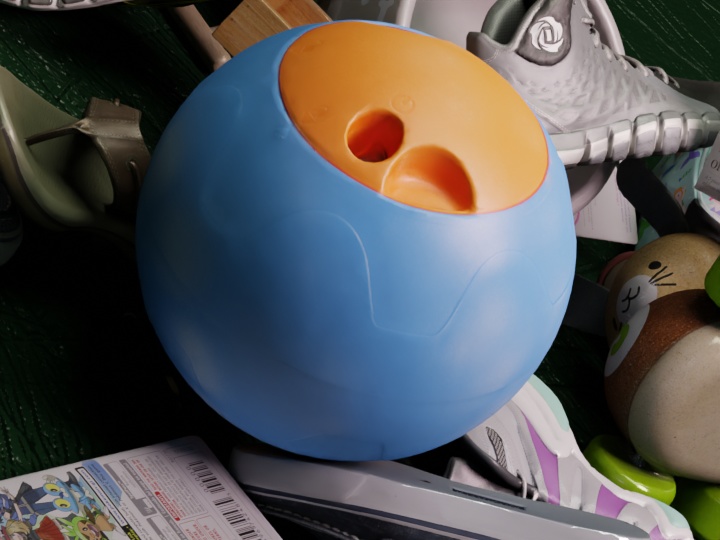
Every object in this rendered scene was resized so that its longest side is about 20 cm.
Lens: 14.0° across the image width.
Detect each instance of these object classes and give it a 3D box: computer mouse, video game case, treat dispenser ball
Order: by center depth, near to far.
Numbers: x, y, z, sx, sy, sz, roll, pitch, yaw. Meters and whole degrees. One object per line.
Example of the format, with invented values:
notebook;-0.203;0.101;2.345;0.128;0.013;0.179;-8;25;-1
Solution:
video game case;-0.068;0.161;1.244;0.200;0.022;0.182;50;28;18
treat dispenser ball;-0.002;-0.014;1.331;0.201;0.201;0.201;30;28;-18
computer mouse;-0.130;-0.011;1.415;0.059;0.034;0.200;-2;49;-54

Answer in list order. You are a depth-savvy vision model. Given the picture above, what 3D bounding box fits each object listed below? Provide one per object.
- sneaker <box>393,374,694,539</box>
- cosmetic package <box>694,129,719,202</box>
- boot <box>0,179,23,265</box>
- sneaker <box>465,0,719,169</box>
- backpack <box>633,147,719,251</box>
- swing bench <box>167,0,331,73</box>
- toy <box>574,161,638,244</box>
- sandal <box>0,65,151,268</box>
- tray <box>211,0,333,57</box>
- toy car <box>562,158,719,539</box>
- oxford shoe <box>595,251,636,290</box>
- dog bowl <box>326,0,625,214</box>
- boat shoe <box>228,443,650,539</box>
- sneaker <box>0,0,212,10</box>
sneaker;0.078;0.128;1.434;0.200;0.078;0.140;43;27;28
cosmetic package;0.278;-0.038;1.569;0.200;0.083;0.051;32;12;38
boot;-0.213;-0.099;1.379;0.200;0.090;0.073;47;27;15
sneaker;0.138;-0.120;1.636;0.200;0.075;0.116;-11;98;-38
backpack;0.265;-0.025;1.829;0.177;0.151;0.200;34;22;-10
swing bench;-0.065;-0.257;1.691;0.200;0.199;0.130;47;27;12
toy;0.075;-0.077;1.742;0.200;0.047;0.115;7;74;-39
sandal;-0.117;-0.052;1.386;0.201;0.057;0.080;30;33;-54
tray;0.012;-0.067;1.543;0.200;0.037;0.099;46;14;1
toy car;0.171;0.027;1.618;0.158;0.164;0.200;15;26;-40
oxford shoe;0.216;0.066;1.725;0.200;0.071;0.074;44;6;2
dog bowl;0.072;-0.108;1.676;0.200;0.059;0.201;8;76;-37
boat shoe;0.029;0.142;1.348;0.200;0.091;0.071;14;4;3
sneaker;-0.137;-0.169;1.585;0.199;0.075;0.085;5;-5;-8
